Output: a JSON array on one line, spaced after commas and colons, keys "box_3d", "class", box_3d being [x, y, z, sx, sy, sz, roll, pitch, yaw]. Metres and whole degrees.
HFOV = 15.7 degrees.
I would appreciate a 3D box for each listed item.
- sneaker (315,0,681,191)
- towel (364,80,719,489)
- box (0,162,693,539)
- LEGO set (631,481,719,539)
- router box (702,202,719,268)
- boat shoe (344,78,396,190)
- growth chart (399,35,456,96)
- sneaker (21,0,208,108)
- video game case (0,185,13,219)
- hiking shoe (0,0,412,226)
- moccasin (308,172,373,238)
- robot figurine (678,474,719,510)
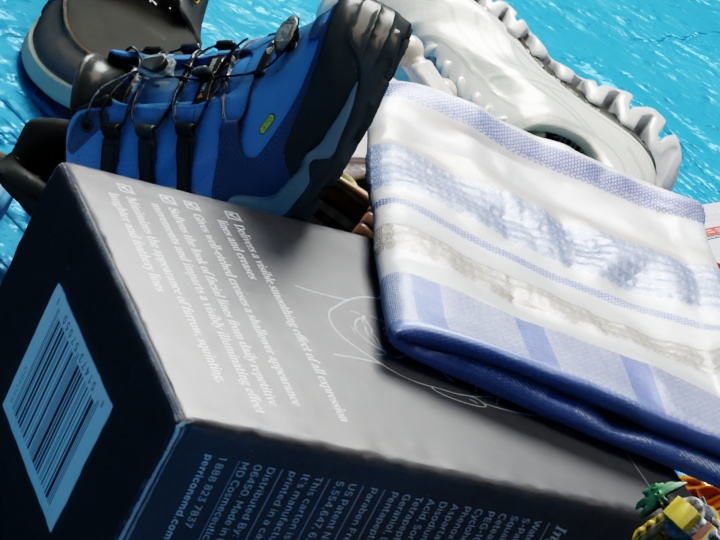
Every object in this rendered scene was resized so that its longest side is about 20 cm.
[{"box_3d": [0.063, -0.083, 1.289, 0.200, 0.075, 0.081, 30, 32, 6], "class": "sneaker"}, {"box_3d": [0.071, -0.001, 0.914, 0.147, 0.024, 0.200, 22, 24, -12], "class": "towel"}, {"box_3d": [-0.013, 0.065, 0.851, 0.200, 0.107, 0.149, 14, 26, -29], "class": "box"}, {"box_3d": [0.061, 0.137, 0.724, 0.116, 0.154, 0.200, 45, 23, -36], "class": "LEGO set"}, {"box_3d": [0.236, 0.021, 1.235, 0.179, 0.049, 0.200, 25, 19, 31], "class": "router box"}, {"box_3d": [-0.002, -0.034, 1.110, 0.069, 0.071, 0.200, 1, 37, -47], "class": "boat shoe"}, {"box_3d": [0.062, -0.037, 1.141, 0.145, 0.018, 0.200, 54, 4, 8], "class": "growth chart"}, {"box_3d": [-0.096, -0.140, 1.177, 0.075, 0.106, 0.200, 23, 24, -12], "class": "sneaker"}, {"box_3d": [-0.232, -0.048, 0.952, 0.200, 0.018, 0.143, 27, 23, -4], "class": "video game case"}, {"box_3d": [-0.062, -0.048, 0.927, 0.087, 0.200, 0.074, 37, 48, -16], "class": "hiking shoe"}, {"box_3d": [0.001, -0.001, 1.016, 0.201, 0.074, 0.078, 39, -18, 21], "class": "moccasin"}, {"box_3d": [0.191, 0.116, 0.930, 0.199, 0.058, 0.145, 4, 10, 26], "class": "robot figurine"}]
